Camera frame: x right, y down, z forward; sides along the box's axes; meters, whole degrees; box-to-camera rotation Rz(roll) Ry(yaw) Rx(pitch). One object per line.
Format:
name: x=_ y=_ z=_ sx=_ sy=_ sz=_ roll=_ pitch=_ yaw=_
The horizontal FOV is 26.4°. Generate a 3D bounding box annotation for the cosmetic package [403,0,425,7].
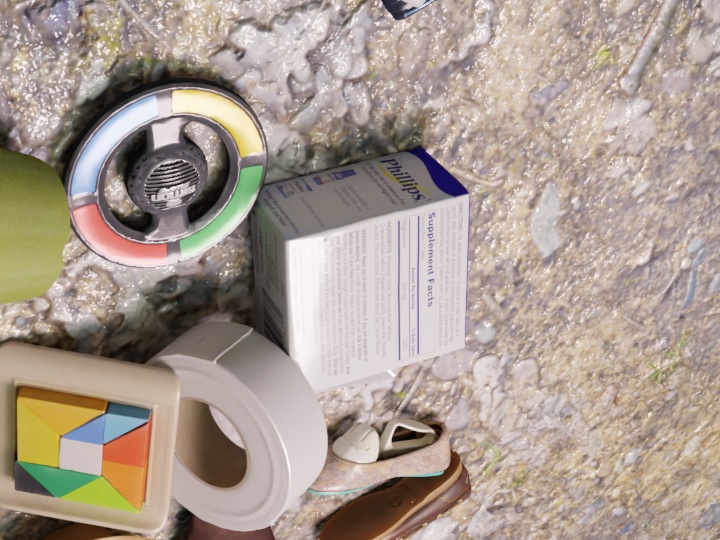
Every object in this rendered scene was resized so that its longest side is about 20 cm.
cosmetic package: x=-0.008 y=-0.345 z=1.204 sx=0.199 sy=0.167 sz=0.168 roll=20 pitch=115 yaw=-39

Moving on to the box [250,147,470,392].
box: x=0.000 y=0.000 z=1.527 sx=0.198 sy=0.105 sz=0.186 roll=-14 pitch=125 yaw=-20

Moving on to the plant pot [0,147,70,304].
plant pot: x=-0.348 y=-0.039 z=1.264 sx=0.188 sy=0.200 sz=0.202 roll=-1 pitch=128 yaw=-46

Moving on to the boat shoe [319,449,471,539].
boat shoe: x=0.047 y=0.295 z=1.839 sx=0.198 sy=0.071 sz=0.071 roll=-29 pitch=132 yaw=-7

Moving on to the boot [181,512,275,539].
boot: x=-0.115 y=0.315 z=1.756 sx=0.197 sy=0.073 sz=0.168 roll=-1 pitch=130 yaw=-24

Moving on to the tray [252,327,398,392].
tray: x=-0.043 y=0.085 z=1.646 sx=0.197 sy=0.022 sz=0.108 roll=-9 pitch=129 yaw=-25

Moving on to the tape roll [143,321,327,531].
tape roll: x=-0.132 y=0.154 z=1.521 sx=0.071 sy=0.201 sz=0.204 roll=-38 pitch=148 yaw=-46

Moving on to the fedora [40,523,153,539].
fedora: x=-0.305 y=0.333 z=1.654 sx=0.199 sy=0.082 sz=0.202 roll=-21 pitch=136 yaw=-22

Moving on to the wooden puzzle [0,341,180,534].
wooden puzzle: x=-0.275 y=0.172 z=1.513 sx=0.182 sy=0.037 sz=0.202 roll=10 pitch=123 yaw=-1

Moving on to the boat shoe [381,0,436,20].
boat shoe: x=0.106 y=-0.288 z=1.389 sx=0.198 sy=0.084 sz=0.069 roll=-20 pitch=116 yaw=4

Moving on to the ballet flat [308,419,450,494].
ballet flat: x=0.019 y=0.204 z=1.750 sx=0.198 sy=0.068 sz=0.068 roll=-6 pitch=117 yaw=-36

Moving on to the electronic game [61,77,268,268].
electronic game: x=-0.177 y=-0.087 z=1.408 sx=0.198 sy=0.042 sz=0.202 roll=-17 pitch=133 yaw=-19
